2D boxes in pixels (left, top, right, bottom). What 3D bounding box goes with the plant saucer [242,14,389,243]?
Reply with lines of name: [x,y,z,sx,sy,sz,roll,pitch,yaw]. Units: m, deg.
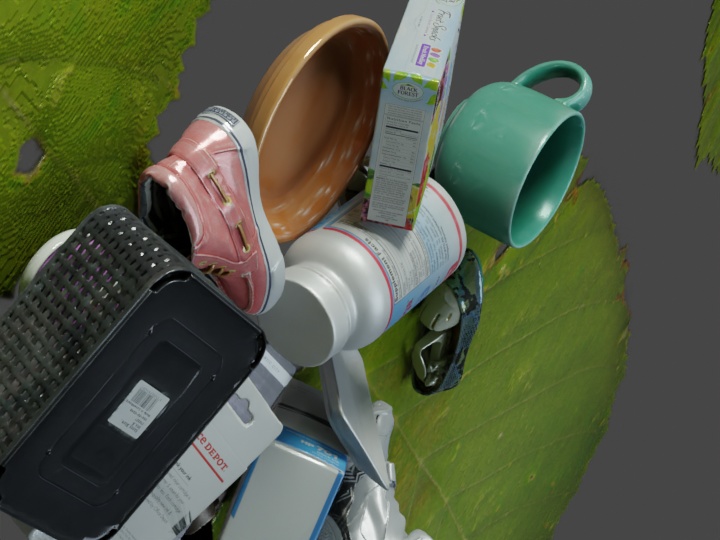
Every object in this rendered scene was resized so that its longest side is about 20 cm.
plant saucer: [-0.045,-0.120,1.358,0.200,0.037,0.201,-48,153,-33]

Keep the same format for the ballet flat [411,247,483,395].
ballet flat: [0.093,0.065,1.852,0.074,0.074,0.202,-40,146,-43]

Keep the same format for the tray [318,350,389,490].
tray: [-0.016,0.107,1.513,0.022,0.201,0.108,-23,124,7]

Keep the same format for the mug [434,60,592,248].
mug: [0.154,-0.124,1.694,0.185,0.114,0.153,-44,151,-40]

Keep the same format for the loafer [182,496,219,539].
loafer: [-0.150,0.187,1.432,0.073,0.071,0.201,-45,153,-36]

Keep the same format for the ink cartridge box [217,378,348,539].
ink cartridge box: [-0.071,0.202,1.516,0.200,0.085,0.148,-68,-179,-78]

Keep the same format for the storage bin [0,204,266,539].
storage bin: [-0.178,0.075,1.125,0.200,0.094,0.135,-49,141,-2]

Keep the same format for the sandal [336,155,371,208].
sandal: [0.011,-0.038,1.567,0.080,0.054,0.201,-48,140,-22]

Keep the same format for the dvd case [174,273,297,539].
dvd case: [-0.150,0.118,1.342,0.201,0.016,0.149,-55,130,-16]

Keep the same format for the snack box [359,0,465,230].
snack box: [0.048,-0.147,1.409,0.201,0.052,0.144,-72,174,-57]

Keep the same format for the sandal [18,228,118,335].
sandal: [-0.182,0.026,1.200,0.083,0.049,0.203,-59,158,-7]

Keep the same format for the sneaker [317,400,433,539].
sneaker: [0.022,0.232,1.588,0.075,0.114,0.202,121,-9,-63]

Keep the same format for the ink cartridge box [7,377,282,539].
ink cartridge box: [-0.167,0.145,1.256,0.200,0.068,0.116,-42,137,-11]

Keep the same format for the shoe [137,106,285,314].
shoe: [-0.118,-0.024,1.263,0.091,0.071,0.201,-45,145,-33]

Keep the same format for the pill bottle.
pill bottle: [0.000,0.000,1.416,0.200,0.108,0.110,-38,148,-45]
